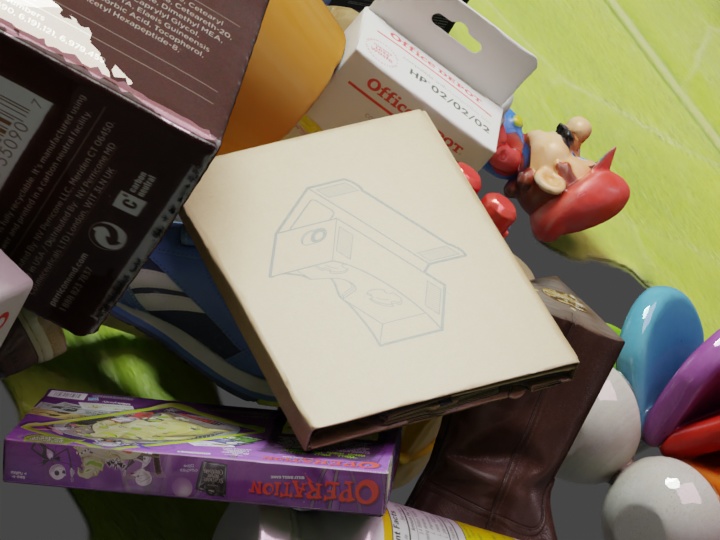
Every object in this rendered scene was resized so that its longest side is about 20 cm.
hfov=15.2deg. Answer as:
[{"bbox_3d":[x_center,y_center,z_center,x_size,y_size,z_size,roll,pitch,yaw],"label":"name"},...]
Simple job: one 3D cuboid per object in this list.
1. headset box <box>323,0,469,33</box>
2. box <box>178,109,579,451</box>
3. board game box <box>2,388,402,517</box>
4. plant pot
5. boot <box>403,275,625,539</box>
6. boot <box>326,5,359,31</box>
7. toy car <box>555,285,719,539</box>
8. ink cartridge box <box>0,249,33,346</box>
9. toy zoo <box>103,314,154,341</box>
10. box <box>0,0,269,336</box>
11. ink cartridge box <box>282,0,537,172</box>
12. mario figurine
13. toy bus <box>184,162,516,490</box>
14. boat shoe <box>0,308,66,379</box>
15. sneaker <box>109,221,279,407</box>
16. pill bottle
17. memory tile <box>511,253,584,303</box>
[{"bbox_3d":[-0.026,-0.278,2.122,0.174,0.093,0.200,5,39,-41],"label":"headset box"},{"bbox_3d":[0.003,0.001,1.475,0.163,0.021,0.200,-13,53,-22],"label":"box"},{"bbox_3d":[-0.081,0.096,1.436,0.200,0.032,0.120,5,6,4],"label":"board game box"},{"bbox_3d":[-0.116,-0.162,1.687,0.183,0.200,0.200,42,25,-19],"label":"plant pot"},{"bbox_3d":[0.120,0.112,1.554,0.186,0.200,0.064,18,4,-25],"label":"boot"},{"bbox_3d":[-0.007,-0.129,1.882,0.175,0.066,0.200,4,28,10],"label":"boot"},{"bbox_3d":[0.214,0.096,1.719,0.200,0.150,0.175,52,33,16],"label":"toy car"},{"bbox_3d":[-0.267,0.056,1.303,0.084,0.146,0.200,40,29,14],"label":"ink cartridge box"},{"bbox_3d":[-0.204,-0.043,1.608,0.200,0.020,0.131,50,12,26],"label":"toy zoo"},{"bbox_3d":[-0.158,-0.111,1.425,0.164,0.166,0.200,28,41,-11],"label":"box"},{"bbox_3d":[0.011,-0.084,1.735,0.115,0.200,0.068,35,28,-12],"label":"ink cartridge box"},{"bbox_3d":[0.113,-0.106,1.985,0.200,0.106,0.123,30,34,-1],"label":"mario figurine"},{"bbox_3d":[0.000,0.000,1.604,0.200,0.192,0.136,38,24,6],"label":"toy bus"},{"bbox_3d":[-0.238,-0.008,1.516,0.065,0.072,0.200,-31,53,-19],"label":"boat shoe"},{"bbox_3d":[-0.105,-0.005,1.530,0.200,0.082,0.074,32,15,-5],"label":"sneaker"},{"bbox_3d":[0.020,0.179,1.449,0.200,0.104,0.104,18,32,-21],"label":"pill bottle"},{"bbox_3d":[0.084,0.035,1.833,0.153,0.017,0.200,32,28,-3],"label":"memory tile"}]
